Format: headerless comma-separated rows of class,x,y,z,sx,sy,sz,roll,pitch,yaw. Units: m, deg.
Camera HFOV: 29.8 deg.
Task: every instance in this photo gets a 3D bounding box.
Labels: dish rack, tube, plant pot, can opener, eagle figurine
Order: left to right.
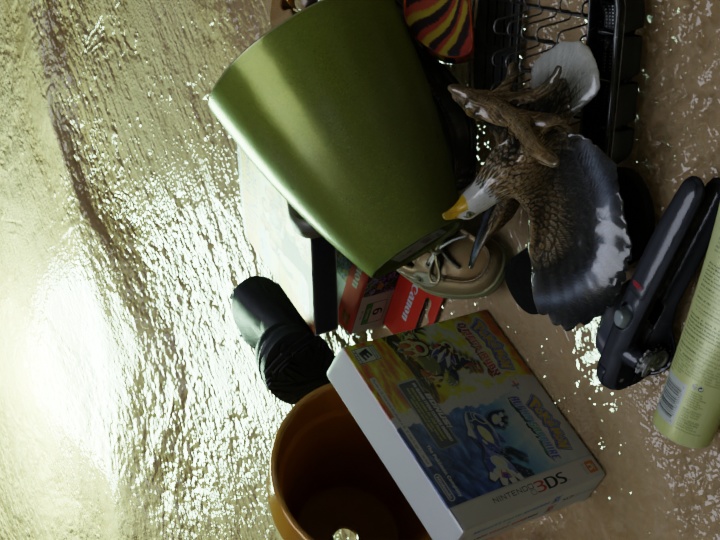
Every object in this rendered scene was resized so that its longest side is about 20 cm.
plant pot,-0.002,0.241,1.370,0.201,0.198,0.184,56,154,25
plant pot,-0.001,-0.103,1.152,0.201,0.186,0.187,59,140,9
eagle figurine,0.132,-0.069,1.077,0.149,0.201,0.153,-9,51,20
dish rack,0.153,-0.174,1.136,0.199,0.054,0.156,24,118,47
can opener,0.235,0.011,1.077,0.079,0.063,0.202,47,134,34
tube,0.281,0.042,1.044,0.052,0.057,0.202,-82,4,-64

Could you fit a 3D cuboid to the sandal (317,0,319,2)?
sandal,0.012,-0.315,1.224,0.204,0.082,0.050,-63,9,2

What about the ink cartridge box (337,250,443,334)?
ink cartridge box,0.000,0.000,1.392,0.200,0.050,0.110,47,134,35

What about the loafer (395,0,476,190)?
loafer,0.049,-0.167,1.259,0.073,0.072,0.202,-31,77,51

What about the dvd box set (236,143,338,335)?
dvd box set,-0.076,-0.049,1.373,0.200,0.029,0.148,-128,29,-47

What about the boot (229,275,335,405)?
boot,-0.092,0.068,1.442,0.076,0.200,0.168,-45,57,0

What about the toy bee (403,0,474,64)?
toy bee,0.056,-0.281,1.163,0.131,0.107,0.203,77,-159,-67

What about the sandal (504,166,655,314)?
sandal,0.179,-0.015,1.151,0.076,0.045,0.200,59,141,12

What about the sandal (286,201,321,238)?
sandal,-0.057,-0.117,1.273,0.081,0.055,0.202,-21,49,15

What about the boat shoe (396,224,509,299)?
boat shoe,0.047,-0.027,1.276,0.198,0.063,0.074,18,81,34

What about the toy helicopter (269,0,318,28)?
toy helicopter,-0.017,-0.280,1.299,0.199,0.078,0.134,-29,54,37

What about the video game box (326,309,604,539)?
video game box,0.095,0.137,1.201,0.201,0.181,0.047,55,134,26
